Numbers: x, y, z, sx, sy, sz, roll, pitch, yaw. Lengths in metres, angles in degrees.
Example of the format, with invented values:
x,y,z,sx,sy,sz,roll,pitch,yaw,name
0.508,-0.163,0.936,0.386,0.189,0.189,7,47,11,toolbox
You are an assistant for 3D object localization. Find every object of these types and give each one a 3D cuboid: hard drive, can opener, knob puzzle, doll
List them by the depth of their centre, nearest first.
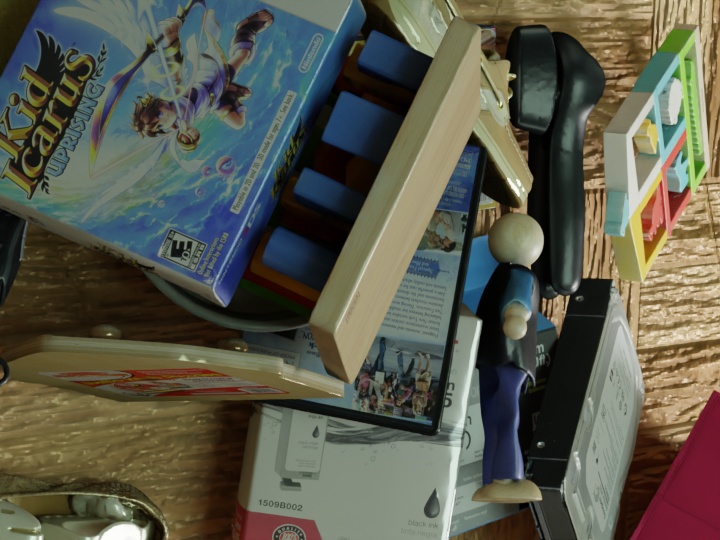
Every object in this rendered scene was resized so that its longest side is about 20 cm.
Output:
x,y,z,sx,sy,sz,roll,pitch,yaw,name
-0.133,0.052,1.497,0.219,0.219,0.031,12,77,-41,knob puzzle
0.101,0.059,1.677,0.048,0.136,0.201,3,82,-6,doll
0.141,-0.080,1.786,0.078,0.063,0.201,-1,90,-14,can opener
0.170,0.124,1.810,0.140,0.038,0.200,69,31,-44,hard drive

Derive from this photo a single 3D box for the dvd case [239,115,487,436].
x,y,z,sx,sy,sz,roll,pitch,yaw,name
0.000,0.000,1.613,0.142,0.018,0.201,11,79,-6,dvd case

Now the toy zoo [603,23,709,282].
x,y,z,sx,sy,sz,roll,pitch,yaw,name
0.222,-0.083,1.834,0.200,0.020,0.132,-54,142,-46,toy zoo

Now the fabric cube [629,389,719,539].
x,y,z,sx,sy,sz,roll,pitch,yaw,name
0.314,0.245,1.874,0.200,0.199,0.196,-58,163,-15,fabric cube

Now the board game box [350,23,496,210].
x,y,z,sx,sy,sz,roll,pitch,yaw,name
0.013,-0.100,1.710,0.199,0.035,0.136,-9,104,-38,board game box

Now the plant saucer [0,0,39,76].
x,y,z,sx,sy,sz,roll,pitch,yaw,name
-0.200,-0.214,1.502,0.200,0.048,0.201,-29,116,-33,plant saucer

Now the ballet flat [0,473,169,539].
x,y,z,sx,sy,sz,roll,pitch,yaw,name
-0.207,0.167,1.557,0.199,0.065,0.071,-3,101,-39,ballet flat

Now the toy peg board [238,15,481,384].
x,y,z,sx,sy,sz,roll,pitch,yaw,name
-0.011,-0.053,1.478,0.199,0.097,0.201,75,40,-79,toy peg board

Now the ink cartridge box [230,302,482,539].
x,y,z,sx,sy,sz,roll,pitch,yaw,name
-0.005,0.114,1.666,0.146,0.083,0.201,8,94,-6,ink cartridge box

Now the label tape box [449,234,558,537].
x,y,z,sx,sy,sz,roll,pitch,yaw,name
0.076,0.085,1.779,0.143,0.066,0.201,-14,109,-38,label tape box

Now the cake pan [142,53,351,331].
x,y,z,sx,sy,sz,roll,pitch,yaw,name
-0.066,-0.060,1.577,0.199,0.037,0.201,1,86,-11,cake pan

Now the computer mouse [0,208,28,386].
x,y,z,sx,sy,sz,roll,pitch,yaw,name
-0.271,-0.018,1.475,0.140,0.046,0.201,11,66,-9,computer mouse

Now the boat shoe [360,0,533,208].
x,y,z,sx,sy,sz,roll,pitch,yaw,name
0.073,-0.130,1.683,0.066,0.074,0.200,-46,124,-18,boat shoe

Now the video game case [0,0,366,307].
x,y,z,sx,sy,sz,roll,pitch,yaw,name
-0.120,-0.105,1.446,0.201,0.181,0.045,-65,165,-11,video game case
